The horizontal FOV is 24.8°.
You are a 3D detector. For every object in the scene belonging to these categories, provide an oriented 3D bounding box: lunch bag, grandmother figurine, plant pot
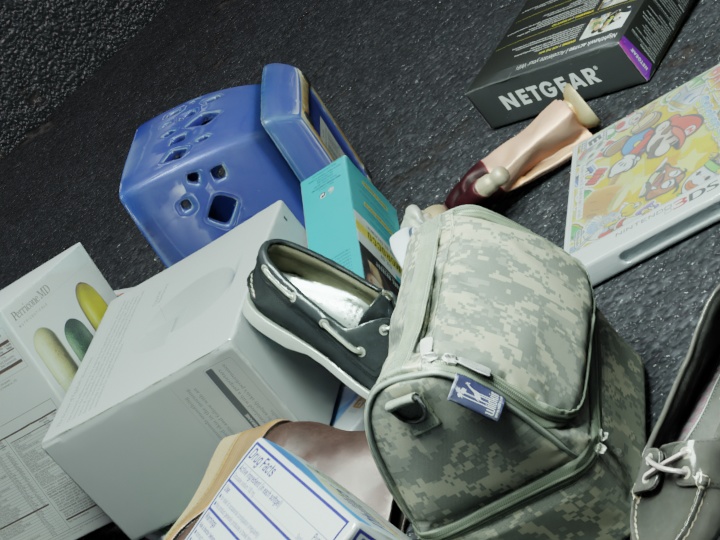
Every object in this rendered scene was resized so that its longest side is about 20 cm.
[{"bbox_3d":[0.080,0.071,0.993,0.139,0.168,0.200,-30,24,26],"label":"lunch bag"},{"bbox_3d":[0.114,-0.077,1.393,0.200,0.061,0.121,-40,-7,9],"label":"grandmother figurine"},{"bbox_3d":[-0.094,-0.071,1.545,0.179,0.201,0.200,-29,22,11],"label":"plant pot"}]

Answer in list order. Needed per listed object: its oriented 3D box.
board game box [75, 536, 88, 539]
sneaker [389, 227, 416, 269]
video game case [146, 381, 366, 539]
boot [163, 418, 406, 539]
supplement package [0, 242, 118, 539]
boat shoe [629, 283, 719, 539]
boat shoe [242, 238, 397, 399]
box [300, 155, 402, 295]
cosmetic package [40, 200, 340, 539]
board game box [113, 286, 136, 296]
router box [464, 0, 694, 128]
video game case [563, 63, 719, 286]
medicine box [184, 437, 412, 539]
[{"bbox_3d":[-0.315,0.307,1.390,0.199,0.032,0.120,-30,19,28],"label":"board game box"},{"bbox_3d":[0.080,0.012,1.265,0.071,0.073,0.200,-31,30,-2],"label":"sneaker"},{"bbox_3d":[-0.080,0.156,1.299,0.182,0.022,0.200,-48,22,-19],"label":"video game case"},{"bbox_3d":[-0.053,0.190,1.122,0.165,0.072,0.201,-5,54,34],"label":"boot"},{"bbox_3d":[-0.270,0.116,1.416,0.150,0.201,0.152,-28,11,27],"label":"supplement package"},{"bbox_3d":[0.190,0.087,0.927,0.067,0.057,0.200,-16,32,47],"label":"boat shoe"},{"bbox_3d":[0.004,0.042,1.168,0.076,0.199,0.061,-49,-22,-51],"label":"boat shoe"},{"bbox_3d":[0.000,0.000,1.328,0.049,0.082,0.201,-31,37,18],"label":"box"},{"bbox_3d":[-0.122,0.081,1.318,0.199,0.123,0.200,-27,25,26],"label":"cosmetic package"},{"bbox_3d":[-0.197,0.070,1.588,0.125,0.035,0.200,-10,27,8],"label":"board game box"},{"bbox_3d":[0.206,-0.216,1.511,0.199,0.051,0.149,-13,36,51],"label":"router box"},{"bbox_3d":[0.235,-0.082,1.235,0.181,0.023,0.200,-29,23,26],"label":"video game case"},{"bbox_3d":[-0.052,0.223,0.954,0.201,0.103,0.182,-55,22,-5],"label":"medicine box"}]
